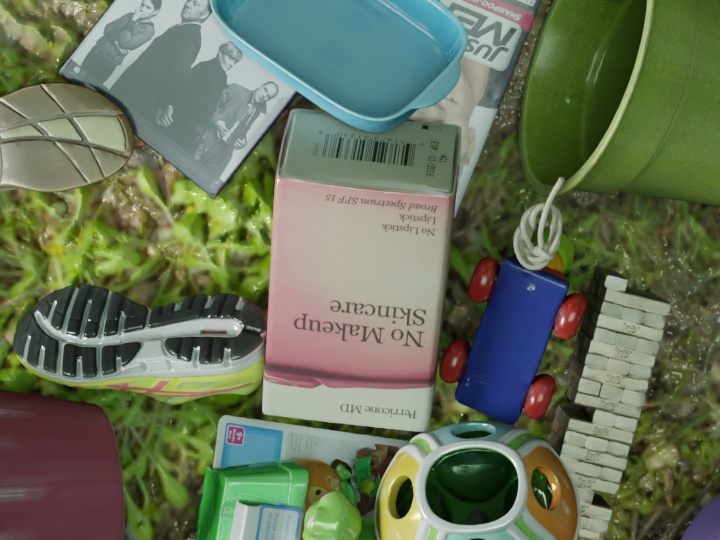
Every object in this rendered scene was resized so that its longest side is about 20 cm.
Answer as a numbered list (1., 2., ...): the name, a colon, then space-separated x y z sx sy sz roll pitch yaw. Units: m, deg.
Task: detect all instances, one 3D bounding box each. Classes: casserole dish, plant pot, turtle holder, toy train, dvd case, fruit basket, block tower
1. casserole dish: -0.016 -0.169 1.685 0.199 0.039 0.121 36 63 18
2. plant pot: -0.271 0.165 1.699 0.178 0.200 0.202 -3 97 -20
3. turtle holder: 0.065 0.167 1.694 0.184 0.132 0.142 20 73 13
4. toy train: 0.130 0.001 1.713 0.084 0.116 0.201 22 118 7
5. dvd case: -0.105 -0.178 1.750 0.150 0.025 0.200 39 91 -8
6. fruit basket: -0.024 0.213 1.764 0.198 0.094 0.187 10 91 -13
7. plant pot: 0.242 -0.123 1.718 0.189 0.200 0.202 17 95 -18
8. block tower: 0.182 0.103 1.790 0.057 0.054 0.202 13 95 -7

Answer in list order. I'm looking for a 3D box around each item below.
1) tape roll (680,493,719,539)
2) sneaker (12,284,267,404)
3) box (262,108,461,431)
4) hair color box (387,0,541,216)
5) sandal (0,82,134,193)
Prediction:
1. tape roll: 0.322 0.259 1.769 0.199 0.065 0.202 0 89 -33
2. sneaker: -0.160 0.067 1.748 0.198 0.091 0.079 4 60 14
3. box: 0.000 0.000 1.693 0.127 0.109 0.201 6 121 2
4. hair color box: 0.055 -0.138 1.750 0.099 0.061 0.201 21 95 -6
5. sandal: -0.261 -0.087 1.736 0.198 0.054 0.081 -14 92 12
